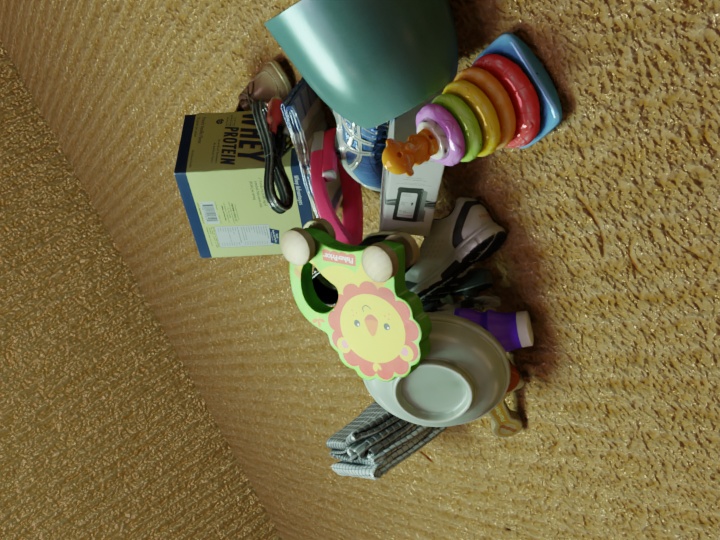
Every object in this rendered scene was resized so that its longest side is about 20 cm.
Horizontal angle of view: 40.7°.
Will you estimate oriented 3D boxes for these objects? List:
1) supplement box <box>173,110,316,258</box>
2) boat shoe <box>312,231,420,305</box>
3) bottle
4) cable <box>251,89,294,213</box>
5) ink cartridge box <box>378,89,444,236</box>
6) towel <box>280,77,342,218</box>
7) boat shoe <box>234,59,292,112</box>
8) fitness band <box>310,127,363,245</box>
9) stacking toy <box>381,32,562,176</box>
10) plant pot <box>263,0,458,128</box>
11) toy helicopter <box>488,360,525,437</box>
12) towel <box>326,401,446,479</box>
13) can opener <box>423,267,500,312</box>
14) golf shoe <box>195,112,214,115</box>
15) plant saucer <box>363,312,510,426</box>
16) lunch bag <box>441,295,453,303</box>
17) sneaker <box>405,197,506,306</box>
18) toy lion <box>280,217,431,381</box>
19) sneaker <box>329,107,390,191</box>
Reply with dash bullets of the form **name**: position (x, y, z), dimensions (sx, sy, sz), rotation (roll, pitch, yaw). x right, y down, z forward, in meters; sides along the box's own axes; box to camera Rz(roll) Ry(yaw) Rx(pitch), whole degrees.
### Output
- **supplement box**: position (-0.170, -0.137, 1.546), dimensions (0.201, 0.198, 0.135), rotation (82, -174, -50)
- **boat shoe**: position (0.002, 0.002, 1.294), dimensions (0.074, 0.063, 0.201), rotation (46, 143, -20)
- **bottle**: position (0.130, 0.092, 1.304), dimensions (0.065, 0.199, 0.084), rotation (-74, -31, -55)
- **cable**: position (-0.116, -0.178, 1.388), dimensions (0.097, 0.050, 0.201), rotation (43, -147, -39)
- **ink cartridge box**: position (0.065, -0.126, 1.240), dimensions (0.200, 0.067, 0.117), rotation (98, 176, -57)
- **towel**: position (-0.064, -0.182, 1.452), dimensions (0.024, 0.147, 0.201), rotation (-8, 118, 18)
- **boat shoe**: position (-0.163, -0.277, 1.592), dimensions (0.071, 0.064, 0.200), rotation (57, 158, 5)
- **fitness band**: position (-0.030, -0.120, 1.407), dimensions (0.201, 0.037, 0.144), rotation (-88, -21, -47)
- **stacking toy**: position (0.102, -0.152, 1.027), dimensions (0.116, 0.199, 0.110), rotation (57, 157, 1)
- **plant pot**: position (0.018, -0.259, 1.089), dimensions (0.161, 0.200, 0.200), rotation (58, 158, -15)
- **toy helicopter**: position (0.179, 0.186, 1.401), dimensions (0.200, 0.132, 0.079), rotation (57, -166, -42)
- **towel**: position (0.044, 0.270, 1.664), dimensions (0.086, 0.199, 0.165), rotation (61, 156, -4)
- **can opener**: position (0.107, 0.050, 1.369), dimensions (0.199, 0.053, 0.067), rotation (-18, 66, 32)
- **golf shoe**: position (-0.191, -0.217, 1.628), dimensions (0.200, 0.097, 0.079), rotation (30, -131, -49)
- **plant saucer**: position (0.097, 0.146, 1.277), dimensions (0.050, 0.199, 0.201), rotation (-79, -20, -52)
- **lunch bag**: position (0.100, 0.088, 1.484), dimensions (0.201, 0.077, 0.160), rotation (61, 156, -5)
- **sneaker**: position (0.107, -0.020, 1.291), dimensions (0.200, 0.073, 0.080), rotation (-43, 65, 32)
- **toy lion**: position (-0.002, 0.043, 1.231), dimensions (0.199, 0.069, 0.193), rotation (12, 114, 31)
- **sneaker**: position (0.007, -0.193, 1.332), dimensions (0.077, 0.076, 0.201), rotation (23, 143, 51)
